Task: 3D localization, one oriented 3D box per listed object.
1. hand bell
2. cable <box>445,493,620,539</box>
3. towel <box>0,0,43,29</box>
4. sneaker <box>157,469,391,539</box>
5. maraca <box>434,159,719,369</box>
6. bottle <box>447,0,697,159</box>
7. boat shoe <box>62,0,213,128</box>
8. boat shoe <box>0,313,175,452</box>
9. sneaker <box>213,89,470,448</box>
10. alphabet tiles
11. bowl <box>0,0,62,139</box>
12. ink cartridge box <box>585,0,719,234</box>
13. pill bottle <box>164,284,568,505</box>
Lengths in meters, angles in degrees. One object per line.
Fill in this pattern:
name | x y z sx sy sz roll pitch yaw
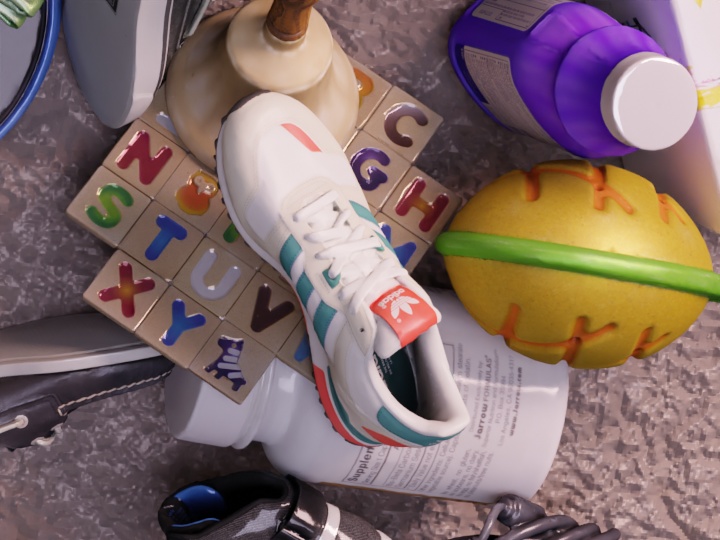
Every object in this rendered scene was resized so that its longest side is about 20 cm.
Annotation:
hand bell | -0.036 -0.129 1.402 0.104 0.200 0.105 4 68 -9
cable | 0.053 0.194 1.571 0.163 0.051 0.200 6 135 -51
towel | -0.211 -0.235 1.396 0.200 0.031 0.150 35 71 -15
sneaker | -0.085 0.173 1.521 0.200 0.073 0.112 -38 115 25
maraca | 0.132 0.000 1.475 0.199 0.137 0.107 10 92 -33
bottle | 0.112 -0.100 1.463 0.065 0.200 0.084 -44 110 -7
boat shoe | -0.101 -0.143 1.418 0.064 0.200 0.071 -24 69 -27
boat shoe | -0.191 0.068 1.488 0.199 0.074 0.061 -11 106 -10
sneaker | 0.000 0.001 1.395 0.070 0.093 0.200 -31 108 -27
alphabet tiles | -0.049 -0.034 1.475 0.166 0.006 0.200 34 67 4
bowl | -0.250 -0.136 1.438 0.200 0.039 0.201 -4 105 -15
ink cartridge box | 0.212 -0.143 1.511 0.147 0.145 0.201 -20 109 -11
pill bottle | 0.001 0.060 1.519 0.199 0.114 0.115 9 101 -18
